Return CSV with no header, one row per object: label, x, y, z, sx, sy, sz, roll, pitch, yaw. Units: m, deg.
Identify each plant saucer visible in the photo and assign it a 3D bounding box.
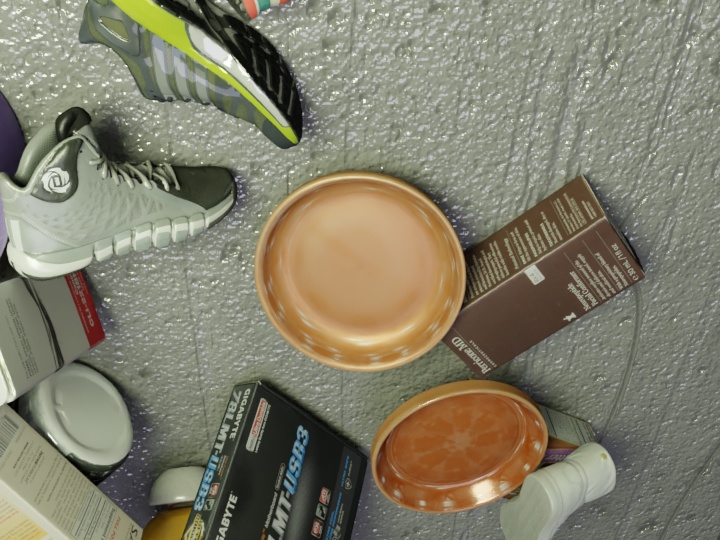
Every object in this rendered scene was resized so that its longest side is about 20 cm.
plant saucer,0.000,0.000,0.801,0.195,0.038,0.204,3,117,5
plant saucer,0.107,0.192,0.944,0.195,0.033,0.203,-5,130,-6

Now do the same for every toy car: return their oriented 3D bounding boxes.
toy car,-0.157,0.319,1.003,0.195,0.179,0.150,-2,165,-10

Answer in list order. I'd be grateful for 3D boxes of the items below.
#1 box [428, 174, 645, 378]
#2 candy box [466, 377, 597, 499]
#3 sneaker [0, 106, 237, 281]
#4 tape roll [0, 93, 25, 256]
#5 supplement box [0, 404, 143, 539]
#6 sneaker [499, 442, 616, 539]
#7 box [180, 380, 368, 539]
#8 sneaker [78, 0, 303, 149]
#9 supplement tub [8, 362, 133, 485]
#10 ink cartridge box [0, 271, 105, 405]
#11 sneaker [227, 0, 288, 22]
box,0.166,0.009,0.849,0.198,0.076,0.100,-34,128,19
candy box,0.176,0.211,1.028,0.197,0.057,0.117,24,121,-26
sneaker,-0.187,-0.077,0.678,0.198,0.075,0.118,-25,127,-32
tape roll,-0.367,-0.076,0.665,0.195,0.086,0.203,-6,131,-6
supplement box,-0.311,0.223,0.771,0.125,0.074,0.201,-31,113,17
sneaker,0.235,0.269,1.003,0.114,0.074,0.201,-21,153,-19
box,-0.086,0.254,0.922,0.049,0.203,0.198,-12,138,38
sneaker,-0.125,-0.158,0.664,0.199,0.075,0.080,37,124,-27
supplement tub,-0.334,0.195,0.869,0.199,0.124,0.122,-38,126,20
ink cartridge box,-0.318,0.062,0.706,0.141,0.200,0.085,-18,98,4
sneaker,-0.071,-0.277,0.579,0.092,0.070,0.203,-24,130,-14
